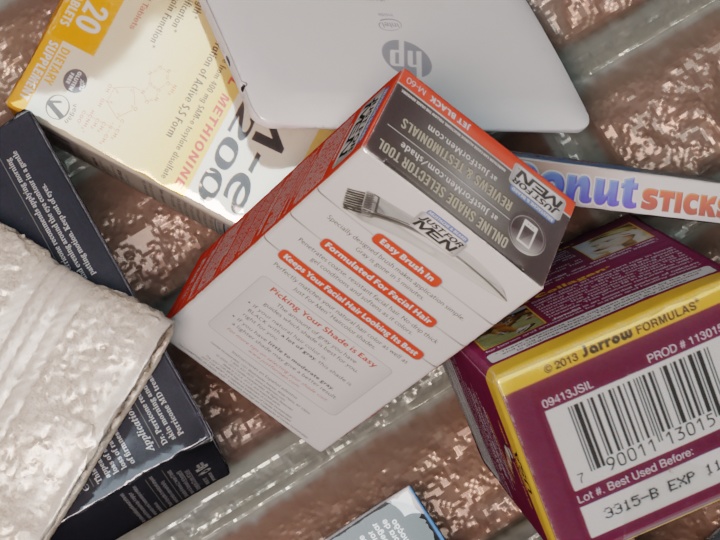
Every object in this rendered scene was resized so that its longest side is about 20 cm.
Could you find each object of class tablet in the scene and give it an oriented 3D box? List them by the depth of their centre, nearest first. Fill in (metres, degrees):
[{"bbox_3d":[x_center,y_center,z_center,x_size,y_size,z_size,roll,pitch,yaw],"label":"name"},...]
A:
[{"bbox_3d":[0.015,-0.120,1.223,0.199,0.014,0.131,-1,48,-29],"label":"tablet"}]

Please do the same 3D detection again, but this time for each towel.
[{"bbox_3d":[-0.194,0.078,1.133,0.132,0.034,0.201,29,79,8],"label":"towel"}]

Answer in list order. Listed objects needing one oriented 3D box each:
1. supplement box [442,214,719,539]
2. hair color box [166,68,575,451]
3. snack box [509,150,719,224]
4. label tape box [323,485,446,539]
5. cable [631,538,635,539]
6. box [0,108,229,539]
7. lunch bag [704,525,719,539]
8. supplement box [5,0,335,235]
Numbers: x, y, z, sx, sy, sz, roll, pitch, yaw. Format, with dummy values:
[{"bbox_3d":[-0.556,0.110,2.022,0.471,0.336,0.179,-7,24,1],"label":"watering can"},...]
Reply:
[{"bbox_3d":[0.119,0.054,1.175,0.130,0.200,0.104,-23,102,-3],"label":"supplement box"},{"bbox_3d":[0.000,0.000,1.156,0.111,0.200,0.064,37,49,-13],"label":"hair color box"},{"bbox_3d":[0.101,-0.047,1.221,0.199,0.072,0.025,6,96,-25],"label":"snack box"},{"bbox_3d":[-0.018,0.226,1.226,0.199,0.066,0.144,-33,85,-7],"label":"label tape box"},{"bbox_3d":[0.067,0.161,1.179,0.198,0.050,0.098,7,63,1],"label":"cable"},{"bbox_3d":[-0.195,0.056,1.209,0.181,0.104,0.201,-29,77,-6],"label":"box"},{"bbox_3d":[0.236,0.226,1.226,0.161,0.082,0.200,-42,86,-7],"label":"lunch bag"},{"bbox_3d":[-0.072,-0.091,1.257,0.199,0.074,0.127,27,83,1],"label":"supplement box"}]
